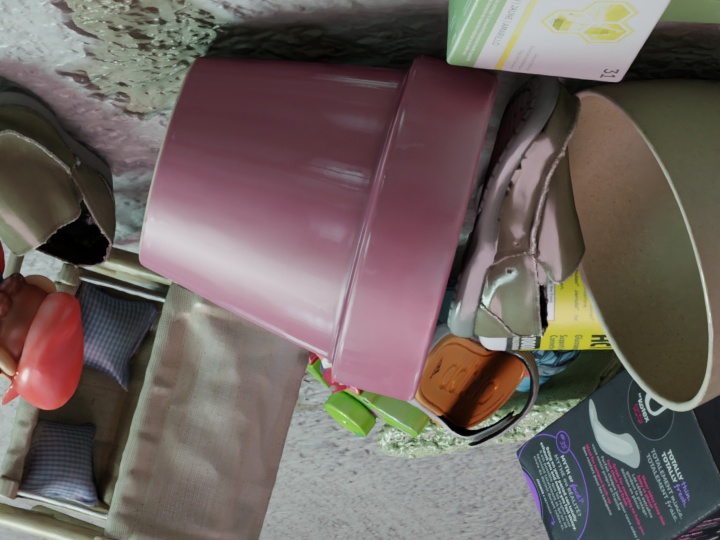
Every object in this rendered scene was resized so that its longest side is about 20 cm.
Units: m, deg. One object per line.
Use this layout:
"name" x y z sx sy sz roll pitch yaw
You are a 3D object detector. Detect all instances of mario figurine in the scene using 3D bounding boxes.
"mario figurine" -0.265 0.022 1.619 0.200 0.124 0.106 40 174 -15

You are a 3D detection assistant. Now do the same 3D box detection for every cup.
"cup" 0.224 -0.034 1.534 0.142 0.202 0.200 -19 164 -14

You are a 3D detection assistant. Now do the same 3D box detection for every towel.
"towel" 0.120 0.099 1.978 0.198 0.037 0.148 -10 -164 20

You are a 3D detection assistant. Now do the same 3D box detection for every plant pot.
"plant pot" -0.028 -0.041 1.494 0.178 0.201 0.200 15 160 2

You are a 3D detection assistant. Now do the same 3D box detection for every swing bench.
"swing bench" -0.152 0.091 1.701 0.199 0.201 0.130 12 175 30

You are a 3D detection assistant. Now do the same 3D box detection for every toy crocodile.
"toy crocodile" -0.022 0.060 1.834 0.199 0.068 0.062 33 168 35

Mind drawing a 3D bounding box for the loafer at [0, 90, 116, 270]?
"loafer" -0.204 -0.052 1.583 0.075 0.070 0.200 -30 156 16

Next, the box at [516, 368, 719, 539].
"box" 0.218 0.134 1.791 0.105 0.123 0.200 -10 160 -34

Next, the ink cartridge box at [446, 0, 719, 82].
"ink cartridge box" 0.157 -0.151 1.374 0.198 0.048 0.146 5 159 -9

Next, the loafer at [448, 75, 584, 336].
"loafer" 0.107 -0.035 1.551 0.069 0.076 0.201 15 136 1

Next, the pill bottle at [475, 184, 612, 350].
"pill bottle" 0.176 -0.004 1.682 0.198 0.113 0.113 -1 160 1

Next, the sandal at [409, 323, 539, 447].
"sandal" 0.083 0.086 1.746 0.059 0.079 0.206 35 -174 20

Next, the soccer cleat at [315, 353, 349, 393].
"soccer cleat" -0.003 0.034 1.675 0.066 0.077 0.200 -11 171 4

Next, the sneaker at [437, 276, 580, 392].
"sneaker" 0.102 0.027 1.858 0.095 0.080 0.199 -30 154 29
